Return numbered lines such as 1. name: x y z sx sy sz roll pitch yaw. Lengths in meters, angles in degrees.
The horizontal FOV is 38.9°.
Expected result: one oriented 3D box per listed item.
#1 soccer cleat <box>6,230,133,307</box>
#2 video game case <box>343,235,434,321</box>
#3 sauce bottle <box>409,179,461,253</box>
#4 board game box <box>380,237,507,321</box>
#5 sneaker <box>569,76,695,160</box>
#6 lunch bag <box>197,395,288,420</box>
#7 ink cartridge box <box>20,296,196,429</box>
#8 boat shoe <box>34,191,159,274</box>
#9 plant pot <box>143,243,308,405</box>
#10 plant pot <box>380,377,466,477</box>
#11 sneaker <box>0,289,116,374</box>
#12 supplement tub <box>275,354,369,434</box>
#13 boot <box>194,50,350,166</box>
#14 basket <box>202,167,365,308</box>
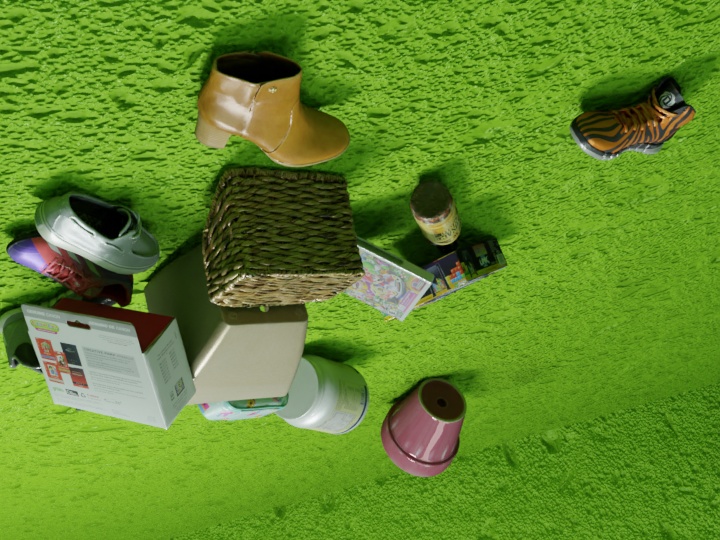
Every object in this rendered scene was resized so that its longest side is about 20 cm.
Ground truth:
1. soccer cleat: -0.380 -0.002 1.360 0.068 0.074 0.199 -27 156 27
2. video game case: 0.000 0.000 1.543 0.197 0.018 0.144 27 149 -4
3. sauce bottle: 0.120 -0.075 1.534 0.065 0.067 0.200 -19 162 9
4. board game box: 0.135 0.013 1.685 0.164 0.058 0.199 -26 175 27
5. sneaker: 0.375 -0.213 1.380 0.198 0.078 0.112 -12 157 -39
6. lunch bag: -0.214 0.176 1.787 0.076 0.163 0.199 -21 164 28
7. ink cartridge box: -0.341 0.106 1.386 0.197 0.084 0.178 8 127 24
8. boat shoe: -0.316 -0.049 1.296 0.071 0.071 0.200 -23 155 27
9. plant pot: -0.183 0.060 1.489 0.197 0.203 0.177 -1 149 -31
10. plant pot: 0.166 0.363 2.460 0.197 0.202 0.180 -3 139 -28
11. sneaker: -0.433 0.096 1.501 0.197 0.117 0.075 -19 158 9
12. supplement tub: -0.085 0.248 2.054 0.143 0.147 0.199 -24 156 22
13. boot: -0.082 -0.181 1.134 0.198 0.072 0.144 1 156 -23
14. basket: -0.113 -0.040 1.370 0.197 0.152 0.142 -1 161 -34
